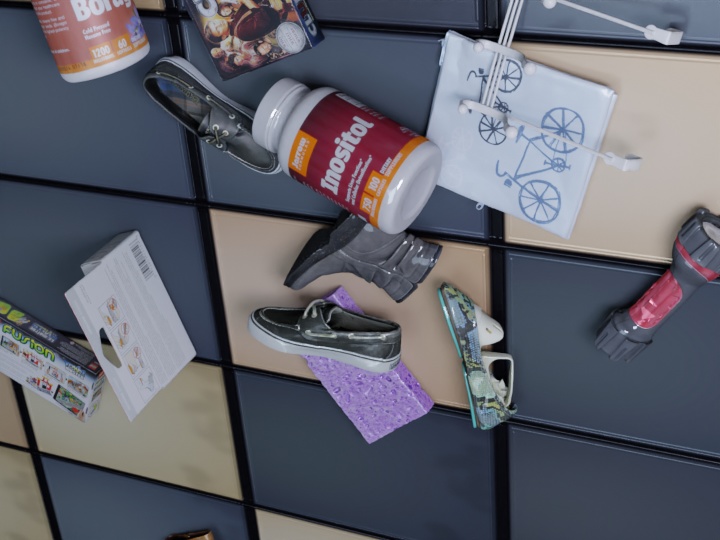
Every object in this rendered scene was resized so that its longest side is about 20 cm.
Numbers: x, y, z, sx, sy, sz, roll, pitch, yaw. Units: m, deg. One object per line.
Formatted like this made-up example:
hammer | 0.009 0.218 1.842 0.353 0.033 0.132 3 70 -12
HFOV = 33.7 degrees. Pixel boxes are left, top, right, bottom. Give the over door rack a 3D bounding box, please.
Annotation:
over door rack | 0.202 -0.197 1.192 0.199 0.067 0.148 22 114 18

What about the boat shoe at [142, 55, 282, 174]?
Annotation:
boat shoe | -0.176 -0.178 1.427 0.200 0.057 0.069 38 128 2

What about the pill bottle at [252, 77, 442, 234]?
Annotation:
pill bottle | -0.018 -0.133 1.330 0.200 0.113 0.113 30 128 18

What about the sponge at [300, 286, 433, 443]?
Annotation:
sponge | -0.005 0.124 1.540 0.111 0.030 0.200 -31 101 36

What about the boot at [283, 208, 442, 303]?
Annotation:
boot | 0.000 0.000 1.442 0.131 0.070 0.200 37 141 -14

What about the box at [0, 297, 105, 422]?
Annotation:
box | -0.478 0.135 1.787 0.199 0.035 0.110 30 128 8

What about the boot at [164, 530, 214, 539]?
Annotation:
boot | -0.198 0.489 1.857 0.188 0.068 0.201 -9 107 40

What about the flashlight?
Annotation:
flashlight | 0.326 0.022 1.283 0.068 0.068 0.200 37 128 1

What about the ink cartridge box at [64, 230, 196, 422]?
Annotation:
ink cartridge box | -0.312 0.075 1.576 0.043 0.174 0.201 -10 114 31

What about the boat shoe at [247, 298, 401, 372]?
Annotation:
boat shoe | -0.043 0.067 1.468 0.199 0.071 0.064 12 124 12

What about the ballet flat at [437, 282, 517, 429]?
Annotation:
ballet flat | 0.146 0.097 1.433 0.074 0.074 0.201 -2 119 28

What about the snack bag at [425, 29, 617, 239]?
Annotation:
snack bag | 0.161 -0.146 1.296 0.199 0.021 0.189 23 126 17

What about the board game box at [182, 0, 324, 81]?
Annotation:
board game box | -0.141 -0.325 1.334 0.135 0.035 0.201 -14 111 33

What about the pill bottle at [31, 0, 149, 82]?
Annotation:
pill bottle | -0.329 -0.330 1.379 0.112 0.112 0.201 -4 117 29
